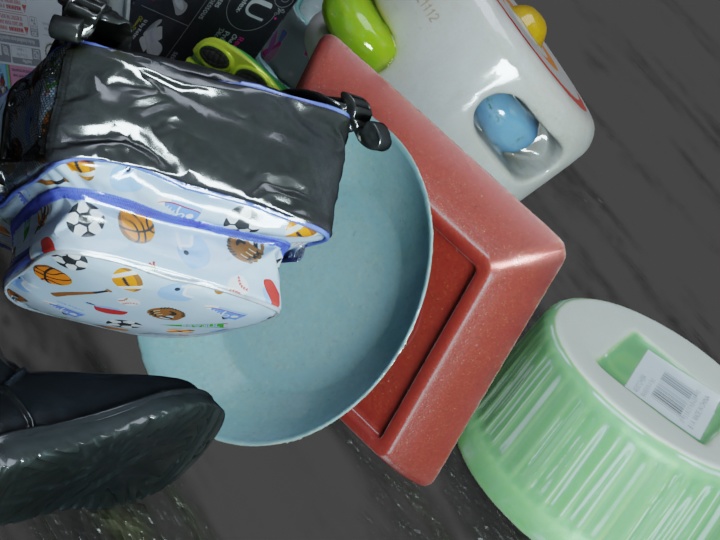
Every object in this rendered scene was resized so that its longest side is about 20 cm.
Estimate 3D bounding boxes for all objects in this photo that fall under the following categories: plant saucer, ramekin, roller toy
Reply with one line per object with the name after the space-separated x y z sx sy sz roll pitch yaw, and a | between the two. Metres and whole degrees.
0.000 0.000 1.668 0.200 0.200 0.037 43 38 20 | plant saucer
0.167 0.107 1.793 0.200 0.098 0.200 28 24 -14 | ramekin
-0.036 0.005 1.613 0.039 0.201 0.201 28 19 -53 | plant saucer
0.065 -0.129 1.926 0.183 0.140 0.200 54 9 1 | roller toy

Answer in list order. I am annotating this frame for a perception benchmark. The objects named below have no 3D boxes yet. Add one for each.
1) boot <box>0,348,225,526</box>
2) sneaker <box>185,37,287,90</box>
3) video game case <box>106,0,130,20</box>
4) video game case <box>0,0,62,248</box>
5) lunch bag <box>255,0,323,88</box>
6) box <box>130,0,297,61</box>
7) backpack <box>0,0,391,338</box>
-0.182 0.046 1.480 0.200 0.076 0.168 -10 52 -50 | boot
-0.042 -0.078 1.918 0.200 0.074 0.084 42 17 -12 | sneaker
-0.220 -0.206 1.820 0.200 0.182 0.023 42 62 17 | video game case
-0.206 -0.103 1.636 0.200 0.022 0.182 2 80 -63 | video game case
0.007 -0.157 2.123 0.160 0.077 0.200 33 23 0 | lunch bag
-0.143 -0.214 1.965 0.115 0.132 0.200 21 27 -36 | box
-0.116 -0.043 1.547 0.200 0.154 0.190 20 -12 -21 | backpack
